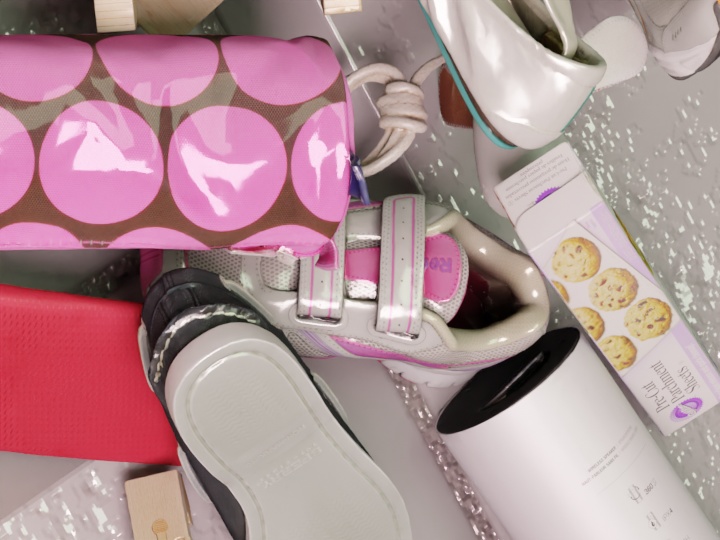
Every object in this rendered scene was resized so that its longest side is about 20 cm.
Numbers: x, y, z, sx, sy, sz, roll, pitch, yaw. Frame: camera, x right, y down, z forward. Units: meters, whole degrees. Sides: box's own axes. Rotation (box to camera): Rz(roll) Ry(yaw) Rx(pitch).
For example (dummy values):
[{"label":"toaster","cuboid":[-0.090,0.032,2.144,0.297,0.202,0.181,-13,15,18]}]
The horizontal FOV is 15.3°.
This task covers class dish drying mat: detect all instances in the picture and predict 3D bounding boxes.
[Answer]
[{"label":"dish drying mat","cuboid":[-0.139,0.038,1.060,0.199,0.077,0.018,9,33,-34]}]

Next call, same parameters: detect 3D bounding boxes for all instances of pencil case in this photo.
[{"label":"pencil case","cuboid":[-0.100,-0.046,1.064,0.198,0.091,0.095,0,101,-14]}]

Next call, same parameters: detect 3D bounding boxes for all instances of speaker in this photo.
[{"label":"speaker","cuboid":[0.119,0.125,1.210,0.081,0.081,0.201,-44,105,-34]}]

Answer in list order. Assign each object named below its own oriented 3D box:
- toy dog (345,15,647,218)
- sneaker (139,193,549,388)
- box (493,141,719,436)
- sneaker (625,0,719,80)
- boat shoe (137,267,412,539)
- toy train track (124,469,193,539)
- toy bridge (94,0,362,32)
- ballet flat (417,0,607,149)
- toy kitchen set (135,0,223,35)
[{"label":"toy dog","cuboid":[0.064,-0.115,1.223,0.096,0.131,0.202,32,65,-61]},{"label":"sneaker","cuboid":[0.000,0.000,1.150,0.199,0.088,0.082,6,75,-34]},{"label":"box","cuboid":[0.115,0.012,1.194,0.039,0.041,0.200,63,7,35]},{"label":"sneaker","cuboid":[0.134,-0.154,1.239,0.076,0.200,0.092,-43,108,5]},{"label":"boat shoe","cuboid":[-0.033,0.075,1.095,0.075,0.060,0.201,-26,135,-7]},{"label":"toy train track","cuboid":[-0.063,0.182,1.087,0.114,0.033,0.202,-14,75,3]},{"label":"toy bridge","cuboid":[-0.100,-0.130,1.069,0.198,0.027,0.068,-4,113,-1]},{"label":"ballet flat","cuboid":[0.037,-0.146,1.123,0.069,0.069,0.201,-33,90,-36]},{"label":"toy kitchen set","cuboid":[-0.072,-0.245,1.123,0.180,0.200,0.163,44,16,-19]}]
